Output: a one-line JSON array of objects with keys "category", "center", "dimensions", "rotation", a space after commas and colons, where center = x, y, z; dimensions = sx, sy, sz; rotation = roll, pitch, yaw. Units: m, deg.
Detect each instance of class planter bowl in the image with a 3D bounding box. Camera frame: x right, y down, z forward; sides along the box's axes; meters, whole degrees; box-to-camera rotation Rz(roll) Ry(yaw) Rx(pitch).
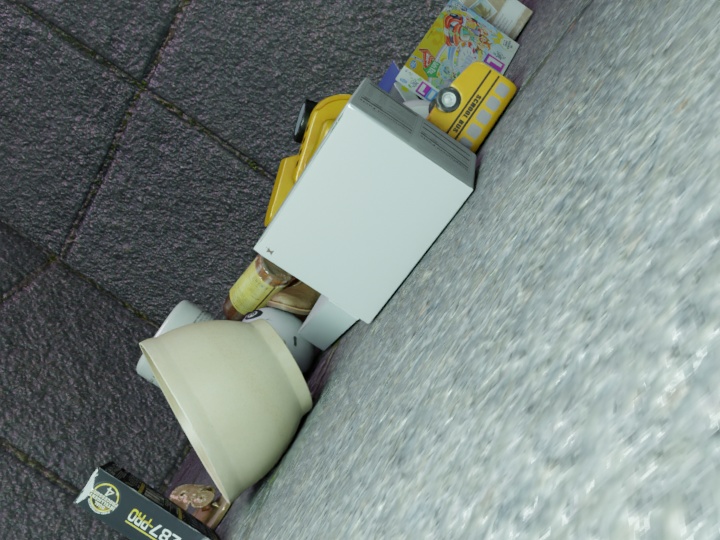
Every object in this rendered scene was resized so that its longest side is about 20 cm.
[{"category": "planter bowl", "center": [-0.138, 0.136, 0.926], "dimensions": [0.135, 0.200, 0.200], "rotation": [-29, -4, -17]}]

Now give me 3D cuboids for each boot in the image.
[{"category": "boot", "center": [-0.078, 0.023, 1.236], "dimensions": [0.200, 0.073, 0.076], "rotation": [-16, -59, -70]}]

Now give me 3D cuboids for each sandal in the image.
[{"category": "sandal", "center": [-0.237, 0.332, 1.155], "dimensions": [0.078, 0.070, 0.212], "rotation": [-59, 5, -31]}]

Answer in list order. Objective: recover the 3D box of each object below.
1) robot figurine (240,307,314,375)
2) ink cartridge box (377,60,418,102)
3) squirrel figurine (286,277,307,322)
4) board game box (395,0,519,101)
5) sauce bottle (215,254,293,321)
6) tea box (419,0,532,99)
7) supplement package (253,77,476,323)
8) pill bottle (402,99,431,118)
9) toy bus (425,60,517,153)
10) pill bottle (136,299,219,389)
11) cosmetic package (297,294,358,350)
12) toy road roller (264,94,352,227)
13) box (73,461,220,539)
[{"category": "robot figurine", "center": [-0.153, 0.147, 1.220], "dimensions": [0.200, 0.150, 0.125], "rotation": [-54, -8, 22]}, {"category": "ink cartridge box", "center": [0.049, -0.243, 1.531], "dimensions": [0.047, 0.200, 0.198], "rotation": [-14, -26, -39]}, {"category": "squirrel figurine", "center": [-0.084, 0.002, 1.390], "dimensions": [0.187, 0.142, 0.200], "rotation": [-45, -16, -12]}, {"category": "board game box", "center": [0.153, -0.321, 1.279], "dimensions": [0.200, 0.134, 0.034], "rotation": [-60, 6, -36]}, {"category": "sauce bottle", "center": [-0.173, 0.041, 1.289], "dimensions": [0.200, 0.066, 0.066], "rotation": [-43, 12, 40]}, {"category": "tea box", "center": [0.182, -0.399, 1.520], "dimensions": [0.200, 0.134, 0.197], "rotation": [-57, 4, -6]}, {"category": "supplement package", "center": [0.007, -0.075, 0.913], "dimensions": [0.200, 0.156, 0.111], "rotation": [-53, 8, 27]}, {"category": "pill bottle", "center": [0.080, -0.187, 1.205], "dimensions": [0.116, 0.116, 0.200], "rotation": [-55, 5, 7]}, {"category": "toy bus", "center": [0.100, -0.156, 1.010], "dimensions": [0.200, 0.078, 0.065], "rotation": [-56, 3, -3]}, {"category": "pill bottle", "center": [-0.176, 0.137, 1.077], "dimensions": [0.114, 0.200, 0.114], "rotation": [-56, 5, 7]}, {"category": "cosmetic package", "center": [0.000, 0.000, 1.140], "dimensions": [0.200, 0.052, 0.151], "rotation": [-59, 4, -27]}, {"category": "toy road roller", "center": [-0.033, -0.117, 1.028], "dimensions": [0.146, 0.123, 0.200], "rotation": [-145, 71, -77]}, {"category": "box", "center": [-0.233, 0.277, 0.934], "dimensions": [0.049, 0.161, 0.200], "rotation": [-58, 6, -17]}]
